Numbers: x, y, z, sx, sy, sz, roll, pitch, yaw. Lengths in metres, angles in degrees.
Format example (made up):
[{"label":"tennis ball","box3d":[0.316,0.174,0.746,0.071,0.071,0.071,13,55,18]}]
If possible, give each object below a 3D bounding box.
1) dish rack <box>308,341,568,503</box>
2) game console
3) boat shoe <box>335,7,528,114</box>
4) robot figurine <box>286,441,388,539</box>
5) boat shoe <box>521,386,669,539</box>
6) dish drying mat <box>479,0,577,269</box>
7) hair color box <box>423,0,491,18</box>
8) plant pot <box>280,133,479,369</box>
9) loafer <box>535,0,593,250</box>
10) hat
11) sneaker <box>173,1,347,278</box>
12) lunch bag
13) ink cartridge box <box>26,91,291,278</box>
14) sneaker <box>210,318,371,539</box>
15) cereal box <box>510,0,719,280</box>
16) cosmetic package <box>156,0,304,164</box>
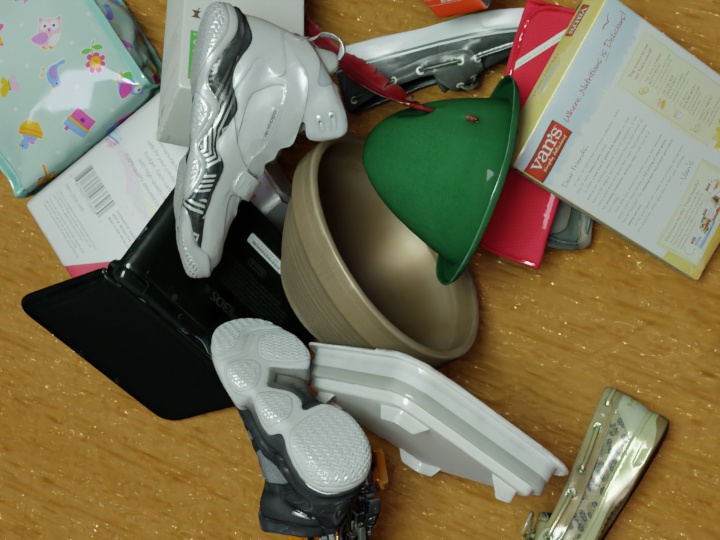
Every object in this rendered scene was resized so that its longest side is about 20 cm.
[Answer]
[{"label":"dish rack","box3d":[0.046,0.119,0.888,0.171,0.199,0.044,36,76,-21]},{"label":"game console","box3d":[-0.148,0.025,0.982,0.116,0.200,0.177,19,70,47]},{"label":"boat shoe","box3d":[0.073,-0.177,0.986,0.197,0.069,0.058,-9,91,19]},{"label":"robot figurine","box3d":[-0.021,0.220,0.962,0.144,0.058,0.204,8,99,55]},{"label":"boat shoe","box3d":[0.174,0.192,0.942,0.062,0.073,0.201,33,85,19]},{"label":"dish drying mat","box3d":[0.136,-0.109,0.925,0.076,0.018,0.203,21,102,27]},{"label":"hair color box","box3d":[0.036,-0.294,0.858,0.061,0.199,0.102,3,60,53]},{"label":"plant pot","box3d":[0.000,0.000,0.936,0.092,0.200,0.203,-34,80,28]},{"label":"loafer","box3d":[0.181,-0.116,0.959,0.062,0.072,0.203,13,98,-4]},{"label":"hat","box3d":[0.012,-0.097,0.893,0.173,0.200,0.168,18,98,-6]},{"label":"sneaker","box3d":[-0.074,-0.088,0.860,0.113,0.075,0.203,6,102,-15]},{"label":"lunch bag","box3d":[-0.282,-0.190,1.043,0.170,0.122,0.201,-38,82,10]},{"label":"ink cartridge box","box3d":[-0.170,-0.057,1.027,0.199,0.086,0.149,-36,79,8]},{"label":"sneaker","box3d":[-0.064,0.129,0.893,0.200,0.075,0.115,47,138,44]},{"label":"cereal box","box3d":[0.219,-0.101,0.901,0.198,0.040,0.145,29,95,-23]},{"label":"cosmetic package","box3d":[-0.106,-0.201,0.963,0.106,0.085,0.203,8,62,-20]}]
